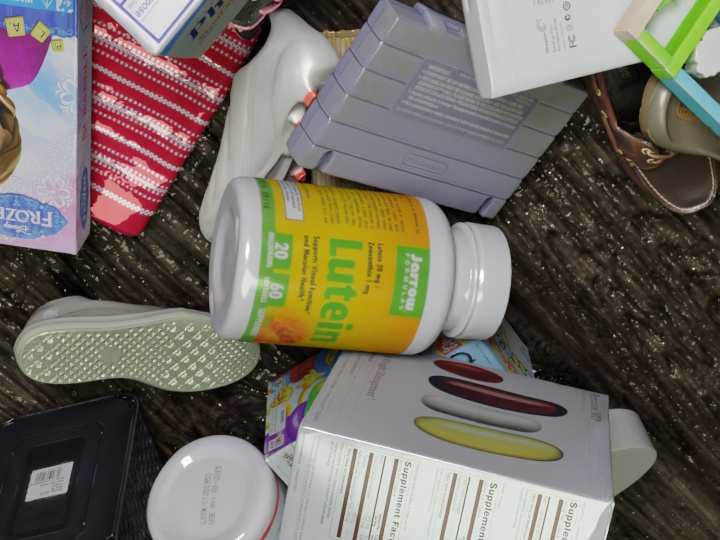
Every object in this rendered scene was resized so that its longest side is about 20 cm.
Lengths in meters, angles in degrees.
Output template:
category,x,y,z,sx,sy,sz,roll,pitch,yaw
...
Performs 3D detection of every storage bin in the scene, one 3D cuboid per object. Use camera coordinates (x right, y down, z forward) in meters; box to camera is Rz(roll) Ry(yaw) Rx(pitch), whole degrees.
category,x,y,z,sx,sy,sz,roll,pitch,yaw
storage bin,-0.233,0.203,1.038,0.133,0.201,0.095,-13,123,6

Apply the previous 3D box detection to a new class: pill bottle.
category,x,y,z,sx,sy,sz,roll,pitch,yaw
pill bottle,-0.093,0.227,1.089,0.107,0.110,0.201,-16,144,8
pill bottle,0.000,0.000,0.914,0.197,0.112,0.112,5,123,-17

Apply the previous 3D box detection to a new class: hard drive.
category,x,y,z,sx,sy,sz,roll,pitch,yaw
hard drive,0.157,-0.198,0.841,0.198,0.027,0.134,-16,102,-18

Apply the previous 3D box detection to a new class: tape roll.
category,x,y,z,sx,sy,sz,roll,pitch,yaw
tape roll,0.146,0.177,1.074,0.200,0.037,0.203,-19,156,-9

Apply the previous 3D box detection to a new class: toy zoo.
category,x,y,z,sx,sy,sz,roll,pitch,yaw
toy zoo,0.272,-0.146,0.865,0.199,0.020,0.132,38,83,-20

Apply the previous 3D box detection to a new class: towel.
category,x,y,z,sx,sy,sz,roll,pitch,yaw
towel,-0.178,-0.127,0.939,0.143,0.023,0.201,26,117,-19

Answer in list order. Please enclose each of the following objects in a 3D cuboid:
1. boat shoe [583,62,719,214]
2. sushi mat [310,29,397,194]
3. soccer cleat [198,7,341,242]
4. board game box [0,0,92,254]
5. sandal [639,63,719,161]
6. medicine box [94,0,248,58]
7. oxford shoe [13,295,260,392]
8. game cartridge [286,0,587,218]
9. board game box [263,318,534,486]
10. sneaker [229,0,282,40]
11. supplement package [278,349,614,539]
category,x,y,z,sx,sy,sz,roll,pitch,yaw
boat shoe,0.206,-0.112,0.938,0.070,0.071,0.201,-30,120,15
sushi mat,0.009,-0.086,0.977,0.094,0.012,0.202,-3,123,-3
soccer cleat,-0.071,-0.099,0.943,0.069,0.078,0.201,-15,151,-41
board game box,-0.286,-0.120,0.906,0.197,0.041,0.202,7,118,2
sandal,0.281,-0.110,0.910,0.198,0.054,0.082,-2,104,-31
medicine box,-0.121,-0.256,0.755,0.200,0.103,0.182,42,100,-2
oxford shoe,-0.175,0.054,1.037,0.197,0.058,0.076,3,117,-22
game cartridge,0.058,-0.109,0.910,0.198,0.039,0.130,12,120,-42
board game box,0.032,0.106,1.047,0.199,0.103,0.105,-30,118,16
sneaker,-0.067,-0.203,0.860,0.197,0.079,0.096,-10,119,8
supplement package,0.059,0.159,0.888,0.197,0.191,0.149,13,106,6
